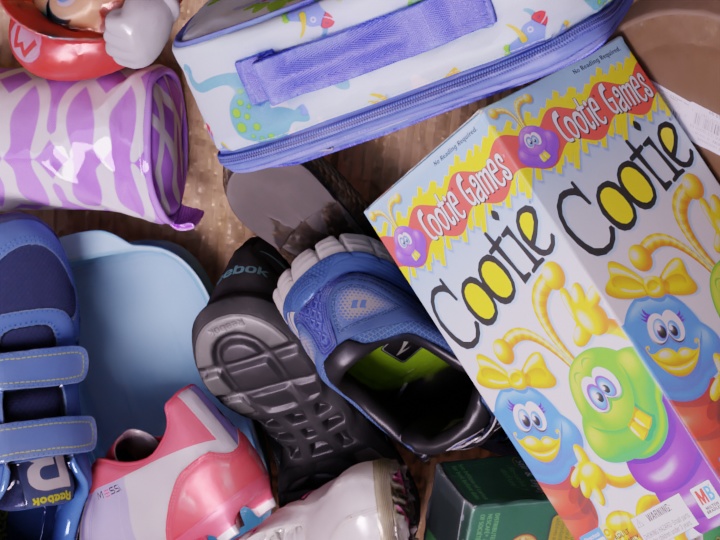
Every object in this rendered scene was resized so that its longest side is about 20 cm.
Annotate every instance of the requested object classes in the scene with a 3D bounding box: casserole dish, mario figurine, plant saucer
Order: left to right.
[{"bbox_3d":[-0.111,-0.174,1.001,0.106,0.124,0.200,30,113,-13],"label":"mario figurine"},{"bbox_3d":[-0.112,0.066,1.146,0.120,0.039,0.201,-11,110,19],"label":"casserole dish"},{"bbox_3d":[0.165,-0.040,0.978,0.199,0.029,0.201,27,131,37],"label":"plant saucer"}]

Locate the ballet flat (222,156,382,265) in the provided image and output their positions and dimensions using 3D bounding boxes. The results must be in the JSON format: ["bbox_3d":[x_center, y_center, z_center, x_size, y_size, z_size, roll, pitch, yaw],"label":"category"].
[{"bbox_3d":[0.000,0.000,1.068,0.067,0.046,0.200,-35,121,15],"label":"ballet flat"}]

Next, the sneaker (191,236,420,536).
[{"bbox_3d":[-0.020,0.069,1.107,0.075,0.080,0.201,-15,127,15],"label":"sneaker"}]

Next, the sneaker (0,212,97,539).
[{"bbox_3d":[-0.165,0.072,1.064,0.074,0.082,0.201,-6,108,-31],"label":"sneaker"}]

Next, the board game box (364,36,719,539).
[{"bbox_3d":[0.113,0.017,0.964,0.201,0.105,0.103,57,141,5],"label":"board game box"}]

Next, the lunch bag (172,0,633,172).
[{"bbox_3d":[0.023,-0.117,0.963,0.199,0.161,0.083,-19,107,20],"label":"lunch bag"}]

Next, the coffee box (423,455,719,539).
[{"bbox_3d":[0.122,0.146,1.055,0.199,0.044,0.124,-3,118,-24],"label":"coffee box"}]

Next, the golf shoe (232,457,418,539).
[{"bbox_3d":[-0.026,0.150,1.050,0.091,0.073,0.200,1,151,-14],"label":"golf shoe"}]

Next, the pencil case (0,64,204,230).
[{"bbox_3d":[-0.183,-0.059,1.085,0.199,0.084,0.086,-1,110,14],"label":"pencil case"}]

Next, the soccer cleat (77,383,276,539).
[{"bbox_3d":[-0.122,0.124,1.107,0.200,0.067,0.077,-31,88,43],"label":"soccer cleat"}]

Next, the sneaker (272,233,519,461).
[{"bbox_3d":[0.046,0.061,1.032,0.199,0.089,0.079,25,121,-33],"label":"sneaker"}]
